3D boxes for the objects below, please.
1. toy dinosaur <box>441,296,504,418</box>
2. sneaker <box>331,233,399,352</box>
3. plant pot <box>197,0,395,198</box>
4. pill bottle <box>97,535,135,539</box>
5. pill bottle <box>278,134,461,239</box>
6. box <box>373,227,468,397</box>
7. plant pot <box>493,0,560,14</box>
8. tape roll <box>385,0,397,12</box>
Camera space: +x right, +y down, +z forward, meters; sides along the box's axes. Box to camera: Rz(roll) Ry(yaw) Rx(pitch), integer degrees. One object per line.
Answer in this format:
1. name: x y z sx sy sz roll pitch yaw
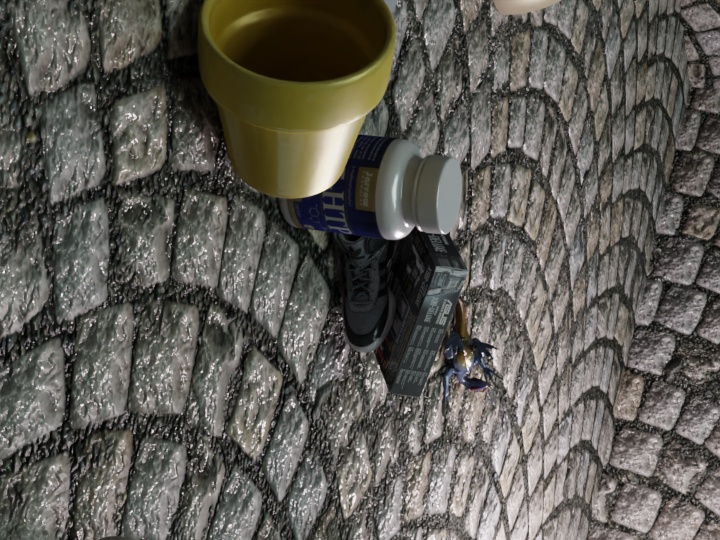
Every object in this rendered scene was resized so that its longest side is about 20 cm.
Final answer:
1. toy dinosaur: 0.183 0.140 2.396 0.182 0.104 0.202 91 -3 -80
2. sneaker: 0.000 0.000 1.897 0.114 0.075 0.202 41 53 -64
3. plant pot: -0.071 -0.187 1.514 0.190 0.199 0.202 98 15 -48
4. pill bottle: -0.247 0.354 1.330 0.201 0.111 0.113 -60 149 -43
5. pill bottle: 0.013 -0.100 1.719 0.120 0.198 0.121 7 90 -68
6. box: 0.072 0.042 1.935 0.158 0.049 0.202 -114 -142 -58
7. plant pot: 0.307 -0.524 2.415 0.200 0.133 0.203 8 90 -68
8. tape roll: -0.006 -0.397 1.754 0.200 0.065 0.203 7 90 -69
